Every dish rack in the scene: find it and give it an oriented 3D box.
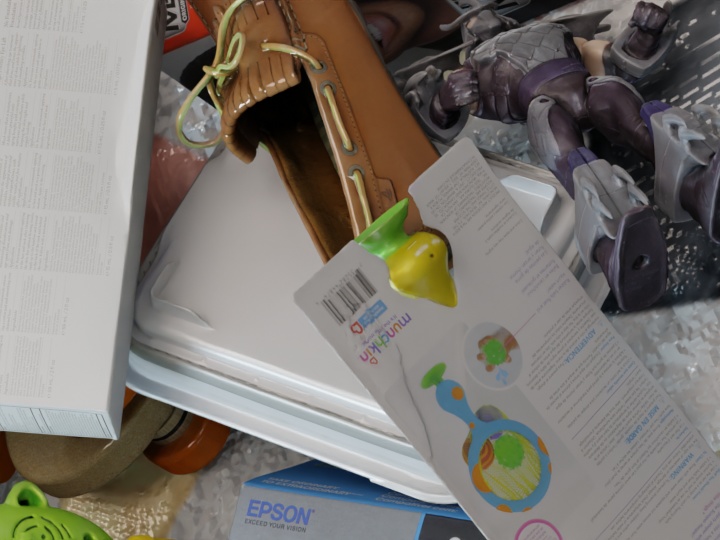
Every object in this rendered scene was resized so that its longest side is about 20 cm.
[{"bbox_3d":[0.000,0.000,1.259,0.200,0.044,0.172,18,61,22],"label":"dish rack"}]

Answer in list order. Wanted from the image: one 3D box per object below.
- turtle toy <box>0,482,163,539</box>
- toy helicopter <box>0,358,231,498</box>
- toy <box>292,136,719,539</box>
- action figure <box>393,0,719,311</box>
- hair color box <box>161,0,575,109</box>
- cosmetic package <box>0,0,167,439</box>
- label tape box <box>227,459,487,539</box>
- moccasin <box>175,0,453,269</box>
[{"bbox_3d":[-0.156,0.193,1.267,0.101,0.145,0.201,-1,84,64],"label":"turtle toy"},{"bbox_3d":[-0.135,0.019,1.375,0.132,0.079,0.200,-25,49,29],"label":"toy helicopter"},{"bbox_3d":[0.061,0.059,1.172,0.115,0.200,0.047,-43,11,-33],"label":"toy"},{"bbox_3d":[0.092,-0.070,1.232,0.130,0.070,0.200,-26,41,-13],"label":"action figure"},{"bbox_3d":[0.006,-0.138,1.326,0.200,0.101,0.061,-21,63,23],"label":"hair color box"},{"bbox_3d":[-0.135,-0.031,1.242,0.082,0.051,0.201,5,72,2],"label":"cosmetic package"},{"bbox_3d":[0.013,0.139,1.234,0.144,0.063,0.201,6,74,31],"label":"label tape box"},{"bbox_3d":[-0.032,-0.073,1.229,0.202,0.078,0.074,61,148,18],"label":"moccasin"}]
